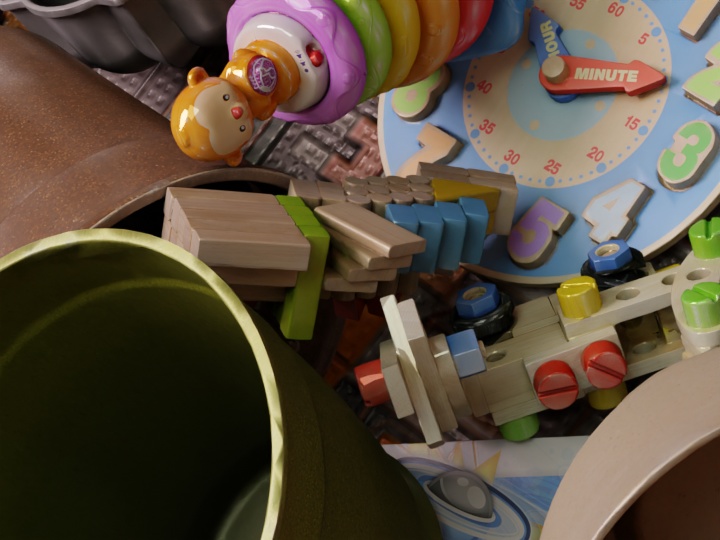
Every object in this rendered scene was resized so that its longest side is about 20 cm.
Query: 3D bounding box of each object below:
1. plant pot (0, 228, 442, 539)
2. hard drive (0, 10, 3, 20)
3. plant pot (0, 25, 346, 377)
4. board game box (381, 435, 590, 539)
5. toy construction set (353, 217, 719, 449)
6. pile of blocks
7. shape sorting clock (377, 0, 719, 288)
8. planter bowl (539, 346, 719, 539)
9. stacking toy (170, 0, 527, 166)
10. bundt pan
[{"bbox_3d":[-0.065,0.110,0.732,0.200,0.193,0.201,-12,66,28],"label":"plant pot"},{"bbox_3d":[-0.270,-0.086,0.999,0.038,0.140,0.200,0,70,27],"label":"hard drive"},{"bbox_3d":[-0.142,-0.009,0.871,0.200,0.200,0.198,-49,53,0],"label":"plant pot"},{"bbox_3d":[0.067,0.141,0.794,0.200,0.034,0.136,-6,66,24],"label":"board game box"},{"bbox_3d":[0.096,0.037,0.765,0.200,0.092,0.131,-6,24,-3],"label":"toy construction set"},{"bbox_3d":[0.000,0.000,0.785,0.082,0.200,0.062,30,118,41],"label":"pile of blocks"},{"bbox_3d":[0.097,-0.089,0.876,0.200,0.039,0.200,-11,64,23],"label":"shape sorting clock"},{"bbox_3d":[0.148,0.106,0.653,0.200,0.200,0.135,-39,20,7],"label":"planter bowl"},{"bbox_3d":[-0.020,-0.107,0.815,0.110,0.116,0.200,-4,29,39],"label":"stacking toy"},{"bbox_3d":[-0.100,-0.180,0.971,0.202,0.076,0.202,-17,43,16],"label":"bundt pan"}]
